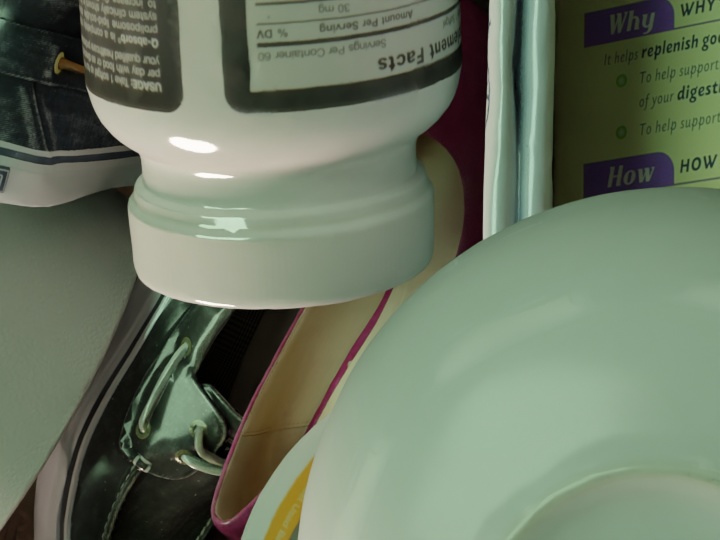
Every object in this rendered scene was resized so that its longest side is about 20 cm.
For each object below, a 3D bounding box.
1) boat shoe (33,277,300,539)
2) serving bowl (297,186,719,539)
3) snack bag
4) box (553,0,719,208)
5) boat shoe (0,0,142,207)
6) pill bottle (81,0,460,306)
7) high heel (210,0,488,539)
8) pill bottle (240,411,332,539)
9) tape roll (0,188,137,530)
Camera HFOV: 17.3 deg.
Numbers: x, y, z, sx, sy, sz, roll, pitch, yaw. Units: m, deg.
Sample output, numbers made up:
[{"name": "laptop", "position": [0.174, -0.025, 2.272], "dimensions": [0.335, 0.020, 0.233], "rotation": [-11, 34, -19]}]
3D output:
[{"name": "boat shoe", "position": [-0.058, 0.047, 0.859], "dimensions": [0.071, 0.072, 0.201], "rotation": [26, 97, 47]}, {"name": "serving bowl", "position": [0.075, 0.083, 0.567], "dimensions": [0.199, 0.066, 0.201], "rotation": [2, 97, 13]}, {"name": "snack bag", "position": [0.047, -0.053, 0.707], "dimensions": [0.021, 0.200, 0.190], "rotation": [0, 87, 4]}, {"name": "box", "position": [0.151, -0.040, 0.670], "dimensions": [0.175, 0.096, 0.201], "rotation": [-8, 77, 41]}, {"name": "boat shoe", "position": [-0.088, -0.081, 0.840], "dimensions": [0.071, 0.200, 0.091], "rotation": [22, 104, 10]}, {"name": "pill bottle", "position": [-0.028, -0.098, 0.717], "dimensions": [0.116, 0.116, 0.201], "rotation": [15, 115, 43]}, {"name": "high heel", "position": [0.000, 0.000, 0.800], "dimensions": [0.067, 0.096, 0.201], "rotation": [12, 90, 43]}, {"name": "pill bottle", "position": [0.062, 0.121, 0.703], "dimensions": [0.200, 0.116, 0.117], "rotation": [31, 102, 42]}, {"name": "tape roll", "position": [-0.192, 0.023, 0.885], "dimensions": [0.203, 0.139, 0.203], "rotation": [-48, 21, 24]}]
